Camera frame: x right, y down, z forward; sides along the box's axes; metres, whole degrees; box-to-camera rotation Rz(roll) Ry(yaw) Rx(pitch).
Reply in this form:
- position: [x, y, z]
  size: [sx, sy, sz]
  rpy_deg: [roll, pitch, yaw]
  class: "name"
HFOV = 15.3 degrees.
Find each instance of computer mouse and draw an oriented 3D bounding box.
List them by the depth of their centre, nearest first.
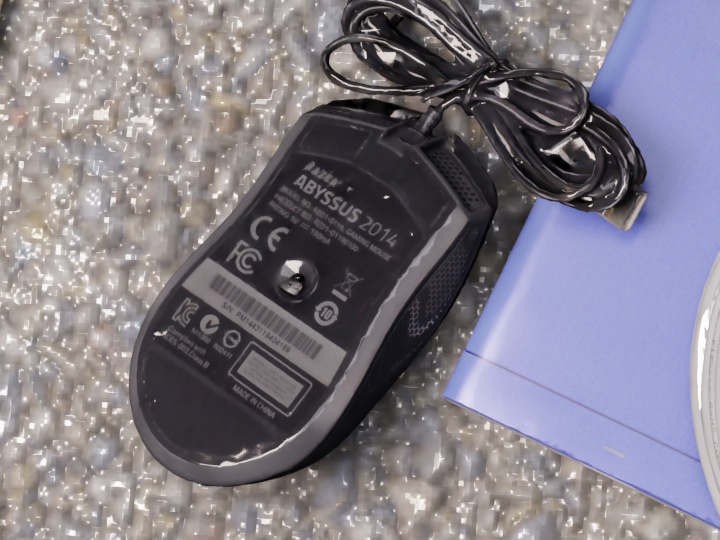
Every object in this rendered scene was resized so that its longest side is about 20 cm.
- position: [0.000, 0.000, 0.976]
  size: [0.138, 0.053, 0.200]
  rpy_deg: [39, 86, 24]
  class: "computer mouse"

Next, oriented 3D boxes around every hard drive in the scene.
- position: [0.132, -0.015, 0.977]
  size: [0.132, 0.025, 0.200]
  rpy_deg: [25, 87, 10]
  class: "hard drive"

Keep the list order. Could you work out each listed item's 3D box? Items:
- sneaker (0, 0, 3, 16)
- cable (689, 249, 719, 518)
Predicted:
- position: [-0.194, -0.068, 0.991]
  size: [0.075, 0.090, 0.200]
  rpy_deg: [22, 85, 9]
  class: "sneaker"
- position: [0.213, 0.041, 0.922]
  size: [0.200, 0.069, 0.200]
  rpy_deg: [41, 86, -2]
  class: "cable"
